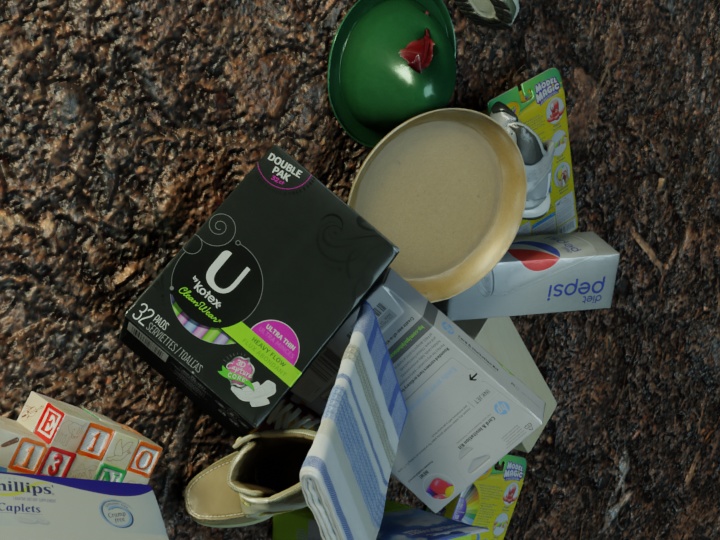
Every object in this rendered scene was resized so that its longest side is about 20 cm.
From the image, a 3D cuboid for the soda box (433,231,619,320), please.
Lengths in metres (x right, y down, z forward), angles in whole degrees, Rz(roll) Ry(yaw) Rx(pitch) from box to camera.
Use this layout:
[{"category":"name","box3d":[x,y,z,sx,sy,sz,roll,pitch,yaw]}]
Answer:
[{"category":"soda box","box3d":[0.175,0.005,1.347,0.199,0.063,0.069,-3,116,-18]}]

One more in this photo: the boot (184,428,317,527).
[{"category":"boot","box3d":[-0.092,0.185,1.119,0.155,0.199,0.073,25,50,-70]}]

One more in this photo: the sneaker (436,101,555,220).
[{"category":"sneaker","box3d":[0.109,-0.119,1.273,0.199,0.075,0.116,2,114,-21]}]

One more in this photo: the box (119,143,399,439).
[{"category":"box","box3d":[-0.091,0.021,1.092,0.148,0.124,0.200,41,72,-3]}]

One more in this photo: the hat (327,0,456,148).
[{"category":"hat","box3d":[0.078,-0.179,1.182,0.200,0.176,0.167,-34,126,-30]}]

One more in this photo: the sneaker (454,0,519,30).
[{"category":"sneaker","box3d":[0.114,-0.339,1.247,0.089,0.076,0.200,-61,142,-27]}]

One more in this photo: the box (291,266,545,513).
[{"category":"box","box3d":[0.050,0.116,1.174,0.156,0.200,0.041,-46,-172,28]}]

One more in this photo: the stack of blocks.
[{"category":"stack of blocks","box3d":[-0.277,0.167,1.053,0.200,0.058,0.116,29,84,-45]}]

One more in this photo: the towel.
[{"category":"towel","box3d":[-0.003,0.144,1.051,0.201,0.024,0.148,-71,151,-46]}]

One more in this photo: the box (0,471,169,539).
[{"category":"box","box3d":[-0.274,0.266,0.994,0.183,0.105,0.200,13,123,-39]}]

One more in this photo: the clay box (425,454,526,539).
[{"category":"clay box","box3d":[0.124,0.307,1.496,0.115,0.047,0.201,19,90,-45]}]

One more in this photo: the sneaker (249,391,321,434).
[{"category":"sneaker","box3d":[-0.063,0.153,1.231,0.075,0.090,0.200,-57,135,-12]}]

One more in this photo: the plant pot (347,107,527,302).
[{"category":"plant pot","box3d":[0.071,-0.064,1.217,0.199,0.027,0.201,-12,118,-22]}]

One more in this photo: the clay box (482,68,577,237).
[{"category":"clay box","box3d":[0.178,-0.116,1.382,0.115,0.047,0.201,-30,123,-30]}]

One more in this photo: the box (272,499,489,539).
[{"category":"box","box3d":[0.018,0.270,1.270,0.121,0.199,0.048,-1,95,-43]}]

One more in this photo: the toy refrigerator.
[{"category":"toy refrigerator","box3d":[0.151,0.118,1.440,0.076,0.070,0.200,-55,135,-23]}]
